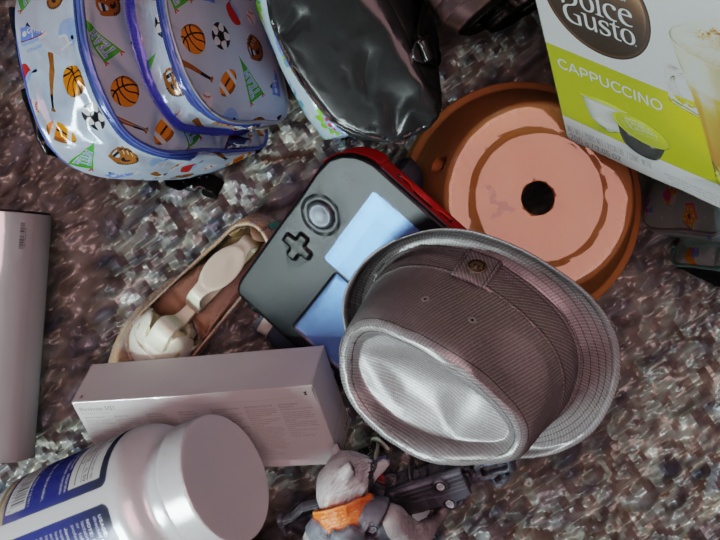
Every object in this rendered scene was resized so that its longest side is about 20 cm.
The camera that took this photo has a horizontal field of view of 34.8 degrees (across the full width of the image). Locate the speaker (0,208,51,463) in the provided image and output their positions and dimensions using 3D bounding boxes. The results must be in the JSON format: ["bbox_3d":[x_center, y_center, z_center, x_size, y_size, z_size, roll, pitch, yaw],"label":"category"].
[{"bbox_3d":[-0.294,0.051,0.922,0.080,0.081,0.202,5,91,1],"label":"speaker"}]

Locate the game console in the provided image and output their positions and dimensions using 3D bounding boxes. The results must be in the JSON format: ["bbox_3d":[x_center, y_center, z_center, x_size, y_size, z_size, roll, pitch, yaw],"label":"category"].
[{"bbox_3d":[0.020,0.025,0.840,0.200,0.031,0.177,42,122,3],"label":"game console"}]

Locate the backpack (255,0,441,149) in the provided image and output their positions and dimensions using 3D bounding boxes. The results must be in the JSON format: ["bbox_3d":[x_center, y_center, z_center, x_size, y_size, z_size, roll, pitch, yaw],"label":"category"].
[{"bbox_3d":[-0.003,-0.172,0.853,0.153,0.200,0.164,-25,100,24],"label":"backpack"}]

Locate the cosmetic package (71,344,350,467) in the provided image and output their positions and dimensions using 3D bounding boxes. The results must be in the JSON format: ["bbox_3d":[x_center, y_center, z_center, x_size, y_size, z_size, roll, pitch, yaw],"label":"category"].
[{"bbox_3d":[-0.115,0.109,0.894,0.198,0.051,0.083,-5,127,17],"label":"cosmetic package"}]

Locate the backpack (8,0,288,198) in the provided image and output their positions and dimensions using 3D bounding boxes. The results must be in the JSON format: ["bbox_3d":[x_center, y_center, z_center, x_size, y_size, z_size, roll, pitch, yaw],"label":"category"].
[{"bbox_3d":[-0.155,-0.154,0.852,0.153,0.190,0.201,-20,89,38],"label":"backpack"}]

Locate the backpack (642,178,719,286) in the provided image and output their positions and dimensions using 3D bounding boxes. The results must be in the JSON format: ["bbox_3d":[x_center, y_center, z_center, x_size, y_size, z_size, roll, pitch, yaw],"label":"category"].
[{"bbox_3d":[0.316,-0.085,0.862,0.152,0.176,0.201,25,88,-11],"label":"backpack"}]

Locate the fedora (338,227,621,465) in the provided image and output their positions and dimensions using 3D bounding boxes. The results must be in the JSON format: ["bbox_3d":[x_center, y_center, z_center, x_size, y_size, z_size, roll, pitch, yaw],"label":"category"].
[{"bbox_3d":[0.065,0.068,0.767,0.199,0.090,0.178,30,128,11],"label":"fedora"}]

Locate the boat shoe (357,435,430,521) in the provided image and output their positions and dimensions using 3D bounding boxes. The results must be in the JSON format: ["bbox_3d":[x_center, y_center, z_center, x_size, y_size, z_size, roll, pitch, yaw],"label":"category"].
[{"bbox_3d":[0.028,0.165,0.922,0.071,0.072,0.201,31,93,-4],"label":"boat shoe"}]

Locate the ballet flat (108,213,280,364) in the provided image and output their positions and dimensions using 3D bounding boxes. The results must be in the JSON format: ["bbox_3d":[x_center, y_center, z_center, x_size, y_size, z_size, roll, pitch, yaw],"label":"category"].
[{"bbox_3d":[-0.139,0.029,0.925,0.068,0.067,0.200,40,91,1],"label":"ballet flat"}]

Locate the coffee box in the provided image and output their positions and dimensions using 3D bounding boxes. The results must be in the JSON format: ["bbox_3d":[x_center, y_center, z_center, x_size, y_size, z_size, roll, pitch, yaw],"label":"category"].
[{"bbox_3d":[0.246,-0.178,0.707,0.199,0.198,0.200,30,69,36],"label":"coffee box"}]

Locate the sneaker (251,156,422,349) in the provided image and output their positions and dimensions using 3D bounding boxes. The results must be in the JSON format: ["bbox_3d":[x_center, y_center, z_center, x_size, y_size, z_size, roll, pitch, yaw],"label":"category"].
[{"bbox_3d":[0.000,0.000,0.900,0.082,0.070,0.200,41,121,-2],"label":"sneaker"}]

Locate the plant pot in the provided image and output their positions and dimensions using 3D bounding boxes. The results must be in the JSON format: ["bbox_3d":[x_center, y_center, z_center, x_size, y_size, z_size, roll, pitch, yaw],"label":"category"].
[{"bbox_3d":[0.128,-0.052,0.885,0.198,0.140,0.202,0,91,0],"label":"plant pot"}]

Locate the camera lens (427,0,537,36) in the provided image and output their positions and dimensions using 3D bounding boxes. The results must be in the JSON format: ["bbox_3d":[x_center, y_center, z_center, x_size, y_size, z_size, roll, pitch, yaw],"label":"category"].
[{"bbox_3d":[0.089,-0.294,0.871,0.159,0.160,0.201,-33,90,1],"label":"camera lens"}]

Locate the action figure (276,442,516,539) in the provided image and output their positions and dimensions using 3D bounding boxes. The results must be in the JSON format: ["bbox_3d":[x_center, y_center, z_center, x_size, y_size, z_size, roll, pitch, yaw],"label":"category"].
[{"bbox_3d":[0.038,0.208,0.849,0.199,0.105,0.194,-27,104,17],"label":"action figure"}]

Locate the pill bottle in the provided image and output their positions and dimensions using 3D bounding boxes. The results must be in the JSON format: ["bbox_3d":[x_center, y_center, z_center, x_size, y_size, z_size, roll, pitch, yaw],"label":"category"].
[{"bbox_3d":[-0.172,0.182,0.856,0.199,0.116,0.116,-24,90,29],"label":"pill bottle"}]
